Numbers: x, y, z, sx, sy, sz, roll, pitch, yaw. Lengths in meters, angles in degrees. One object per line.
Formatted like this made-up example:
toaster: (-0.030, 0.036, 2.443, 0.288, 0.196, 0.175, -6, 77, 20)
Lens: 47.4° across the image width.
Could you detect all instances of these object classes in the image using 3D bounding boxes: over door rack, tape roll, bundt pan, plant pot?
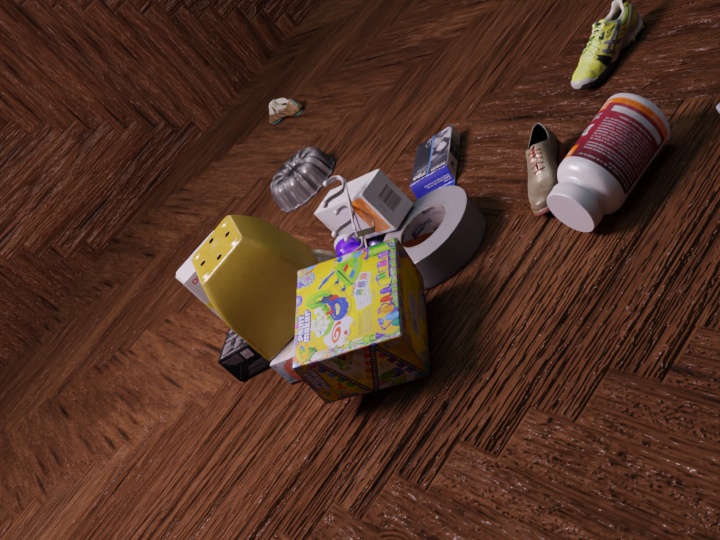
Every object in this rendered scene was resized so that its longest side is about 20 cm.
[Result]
over door rack: (-0.014, -0.063, 1.477, 0.066, 0.149, 0.201, -24, 38, -4)
tape roll: (0.132, -0.061, 1.508, 0.199, 0.066, 0.201, -35, 27, 21)
bundt pan: (-0.166, -0.257, 2.213, 0.201, 0.076, 0.203, -35, 27, 21)
plant pot: (-0.205, 0.008, 1.563, 0.196, 0.200, 0.194, -47, 34, 6)

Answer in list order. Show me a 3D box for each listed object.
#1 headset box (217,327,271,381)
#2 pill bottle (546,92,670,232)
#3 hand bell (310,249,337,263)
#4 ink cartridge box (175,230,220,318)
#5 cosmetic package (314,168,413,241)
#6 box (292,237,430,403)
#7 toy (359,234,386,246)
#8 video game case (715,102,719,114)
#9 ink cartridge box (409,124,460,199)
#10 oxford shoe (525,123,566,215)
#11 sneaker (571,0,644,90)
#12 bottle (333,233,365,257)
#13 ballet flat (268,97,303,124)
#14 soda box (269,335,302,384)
headset box: (-0.207, 0.116, 1.737, 0.148, 0.075, 0.201, -30, 30, 28)
pill bottle: (0.373, -0.162, 1.247, 0.201, 0.113, 0.113, -51, 27, -13)
hand bell: (-0.090, 0.070, 1.647, 0.103, 0.104, 0.202, -18, 48, 43)
ink cartridge box: (-0.294, 0.030, 1.845, 0.145, 0.200, 0.083, -49, 27, -9)
cosmetic package: (0.003, -0.121, 1.617, 0.072, 0.101, 0.199, -55, 19, -24)
box: (0.001, 0.082, 1.344, 0.191, 0.122, 0.202, -17, 47, 20)
toy: (0.025, -0.062, 1.686, 0.115, 0.047, 0.200, -49, 26, -4)
video game case: (0.611, -0.240, 1.119, 0.182, 0.023, 0.201, -37, 26, 16)
ink cartridge box: (0.158, -0.222, 1.733, 0.099, 0.039, 0.201, -28, 32, 30)
oxford shoe: (0.306, -0.174, 1.405, 0.070, 0.075, 0.201, -26, 32, 31)
sneaker: (0.453, -0.426, 1.551, 0.201, 0.076, 0.075, -53, 29, -13)
bottle: (0.000, 0.000, 1.573, 0.083, 0.065, 0.200, -38, 39, 5)
ballet flat: (-0.270, -0.551, 2.786, 0.199, 0.072, 0.068, 0, 51, 56)
soda box: (-0.075, 0.146, 1.517, 0.199, 0.064, 0.069, -24, 33, 38)
